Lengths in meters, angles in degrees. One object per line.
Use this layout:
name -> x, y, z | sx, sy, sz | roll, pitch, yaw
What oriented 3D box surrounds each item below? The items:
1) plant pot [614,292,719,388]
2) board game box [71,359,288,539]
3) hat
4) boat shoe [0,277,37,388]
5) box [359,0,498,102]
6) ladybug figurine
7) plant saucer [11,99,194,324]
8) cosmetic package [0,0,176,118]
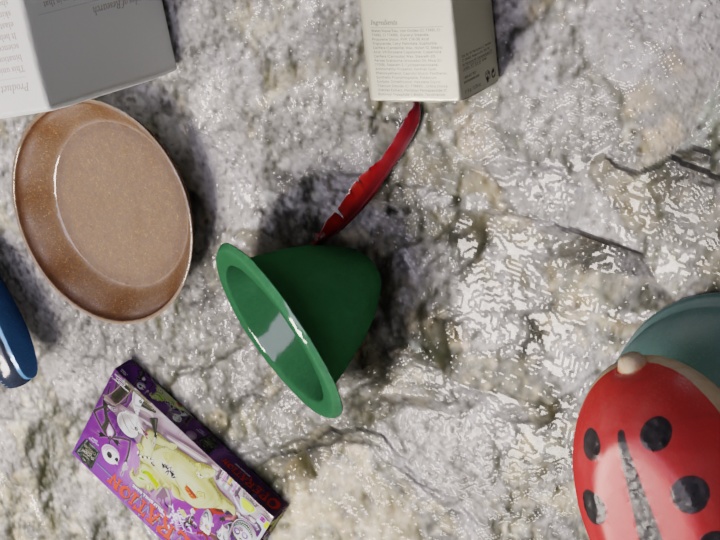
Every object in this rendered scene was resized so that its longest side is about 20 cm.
plant pot -> 0.242, 0.132, 1.147 | 0.199, 0.134, 0.202 | 12, 115, 28
board game box -> -0.167, 0.189, 1.501 | 0.200, 0.032, 0.120 | 40, 129, 13
hat -> 0.000, 0.000, 1.325 | 0.166, 0.176, 0.200 | 54, 165, 1
boat shoe -> -0.367, 0.026, 1.535 | 0.068, 0.084, 0.201 | -31, 76, 5
box -> 0.043, -0.224, 1.177 | 0.082, 0.068, 0.202 | 5, 111, 31
ladybug figurine -> 0.195, 0.150, 1.054 | 0.135, 0.072, 0.201 | -17, 98, 36
plant saucer -> -0.215, -0.054, 1.431 | 0.199, 0.037, 0.202 | 13, 116, 29
cosmetic package -> -0.277, -0.233, 1.320 | 0.166, 0.166, 0.202 | -2, 106, 34
